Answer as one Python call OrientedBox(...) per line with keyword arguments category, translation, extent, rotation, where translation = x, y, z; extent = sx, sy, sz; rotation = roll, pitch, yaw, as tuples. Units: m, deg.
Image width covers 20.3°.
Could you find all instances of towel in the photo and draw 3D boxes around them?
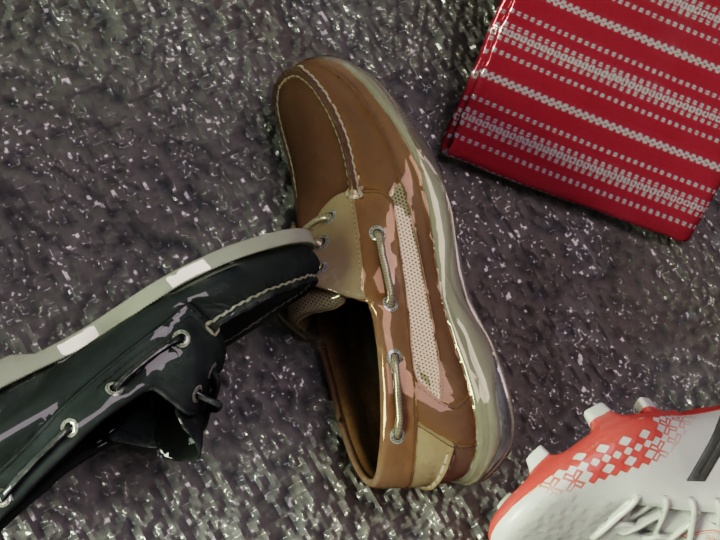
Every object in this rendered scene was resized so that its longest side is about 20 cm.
OrientedBox(category="towel", translation=(0.136, -0.124, 0.944), extent=(0.144, 0.201, 0.023), rotation=(19, 16, -18))

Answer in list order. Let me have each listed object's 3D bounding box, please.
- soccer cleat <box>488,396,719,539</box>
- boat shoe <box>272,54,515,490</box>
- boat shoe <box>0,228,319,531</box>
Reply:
OrientedBox(category="soccer cleat", translation=(0.145, 0.100, 0.887), extent=(0.199, 0.069, 0.085), rotation=(-12, 56, -36))
OrientedBox(category="boat shoe", translation=(0.000, 0.000, 0.861), extent=(0.071, 0.076, 0.201), rotation=(-13, 72, -29))
OrientedBox(category="boat shoe", translation=(-0.089, 0.050, 0.785), extent=(0.199, 0.075, 0.066), rotation=(-27, 77, -30))
